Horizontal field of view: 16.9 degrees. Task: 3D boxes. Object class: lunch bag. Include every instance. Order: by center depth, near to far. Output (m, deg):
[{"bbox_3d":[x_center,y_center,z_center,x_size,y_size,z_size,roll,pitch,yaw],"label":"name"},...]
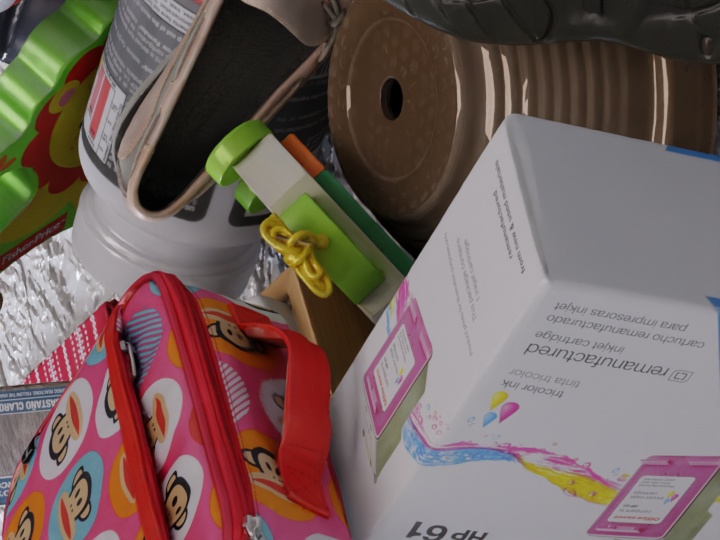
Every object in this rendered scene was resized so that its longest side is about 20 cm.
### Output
[{"bbox_3d":[-0.067,0.099,0.949,0.176,0.082,0.200,-55,31,23],"label":"lunch bag"}]

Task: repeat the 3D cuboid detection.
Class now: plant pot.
[{"bbox_3d":[0.050,-0.071,1.012,0.201,0.093,0.201,11,103,56],"label":"plant pot"}]

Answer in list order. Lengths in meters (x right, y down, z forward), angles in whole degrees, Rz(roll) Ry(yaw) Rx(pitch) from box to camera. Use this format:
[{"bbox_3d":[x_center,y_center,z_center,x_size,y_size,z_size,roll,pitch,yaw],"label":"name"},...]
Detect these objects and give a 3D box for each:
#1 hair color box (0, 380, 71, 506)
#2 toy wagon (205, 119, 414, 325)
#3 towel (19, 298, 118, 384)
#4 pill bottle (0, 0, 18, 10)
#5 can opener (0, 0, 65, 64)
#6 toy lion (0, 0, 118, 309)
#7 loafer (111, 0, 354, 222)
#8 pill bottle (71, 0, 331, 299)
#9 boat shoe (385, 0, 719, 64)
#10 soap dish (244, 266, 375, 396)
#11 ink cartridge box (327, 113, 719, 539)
[{"bbox_3d":[-0.173,0.090,1.274,0.200,0.100,0.061,167,97,-76],"label":"hair color box"},{"bbox_3d":[0.000,0.000,1.027,0.155,0.040,0.200,47,180,11],"label":"toy wagon"},{"bbox_3d":[-0.163,0.116,1.426,0.200,0.022,0.145,-38,61,53],"label":"towel"},{"bbox_3d":[-0.176,-0.192,1.170,0.116,0.200,0.116,31,142,28],"label":"pill bottle"},{"bbox_3d":[-0.125,-0.182,1.307,0.063,0.079,0.200,50,120,33],"label":"can opener"},{"bbox_3d":[-0.158,-0.071,1.251,0.069,0.200,0.192,42,144,15],"label":"toy lion"},{"bbox_3d":[-0.041,-0.103,1.054,0.200,0.072,0.063,-54,15,18],"label":"loafer"},{"bbox_3d":[-0.072,-0.084,1.178,0.116,0.116,0.200,55,135,39],"label":"pill bottle"},{"bbox_3d":[0.083,-0.127,0.923,0.200,0.074,0.076,18,125,27],"label":"boat shoe"},{"bbox_3d":[-0.024,0.119,1.155,0.157,0.081,0.200,-44,57,50],"label":"soap dish"},{"bbox_3d":[0.081,0.049,0.912,0.200,0.144,0.085,121,149,-42],"label":"ink cartridge box"}]
